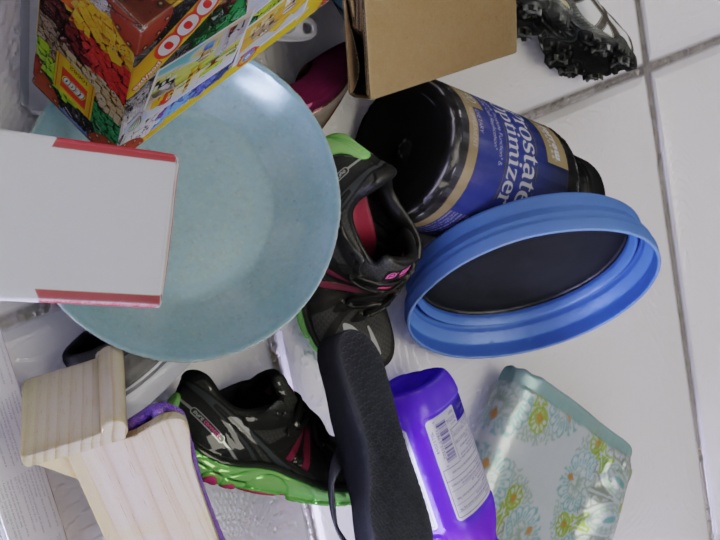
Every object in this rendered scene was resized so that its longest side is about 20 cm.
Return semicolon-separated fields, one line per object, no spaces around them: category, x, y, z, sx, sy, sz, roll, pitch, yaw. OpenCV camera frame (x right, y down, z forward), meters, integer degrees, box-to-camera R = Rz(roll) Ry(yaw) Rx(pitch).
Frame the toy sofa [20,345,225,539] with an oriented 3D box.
toy sofa;-0.132;0.149;0.894;0.097;0.083;0.200;-17;121;-2

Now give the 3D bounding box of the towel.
towel;0.156;0.197;1.243;0.200;0.048;0.172;36;68;-39

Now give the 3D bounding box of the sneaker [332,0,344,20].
sneaker;-0.048;-0.229;1.007;0.096;0.079;0.200;-42;114;-19

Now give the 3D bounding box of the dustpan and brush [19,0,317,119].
dustpan and brush;-0.118;-0.165;0.940;0.200;0.057;0.140;-2;95;-43

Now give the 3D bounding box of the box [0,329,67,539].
box;-0.219;0.126;0.885;0.041;0.039;0.200;-29;113;-40

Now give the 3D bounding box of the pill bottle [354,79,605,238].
pill bottle;0.097;-0.071;1.120;0.200;0.112;0.112;15;83;-43

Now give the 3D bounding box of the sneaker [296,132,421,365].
sneaker;0.000;0.000;1.037;0.077;0.084;0.200;-40;137;-35

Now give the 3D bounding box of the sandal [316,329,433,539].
sandal;0.005;0.140;0.986;0.076;0.043;0.201;22;50;-51

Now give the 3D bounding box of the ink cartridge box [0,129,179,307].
ink cartridge box;-0.215;-0.035;0.766;0.144;0.200;0.084;5;94;-44

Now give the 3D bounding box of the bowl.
bowl;0.129;0.005;1.113;0.200;0.200;0.039;16;50;-43

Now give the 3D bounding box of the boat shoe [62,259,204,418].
boat shoe;-0.120;0.009;0.955;0.200;0.070;0.066;-46;124;-22

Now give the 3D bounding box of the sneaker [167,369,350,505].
sneaker;-0.052;0.115;1.008;0.200;0.077;0.084;19;83;-45

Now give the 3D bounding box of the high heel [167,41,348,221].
high heel;-0.071;-0.121;1.002;0.096;0.067;0.200;35;45;-2

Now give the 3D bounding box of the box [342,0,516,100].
box;0.051;-0.218;1.020;0.200;0.021;0.164;-26;117;-50

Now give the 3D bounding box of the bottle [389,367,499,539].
bottle;0.066;0.179;1.118;0.084;0.065;0.200;-34;108;-61

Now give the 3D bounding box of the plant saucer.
plant saucer;-0.113;-0.042;0.906;0.200;0.039;0.202;2;83;-16

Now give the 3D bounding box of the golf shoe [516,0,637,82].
golf shoe;0.175;-0.223;1.206;0.200;0.078;0.095;25;64;-52

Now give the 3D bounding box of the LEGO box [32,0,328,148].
LEGO box;-0.088;-0.175;0.835;0.077;0.149;0.200;45;63;7
